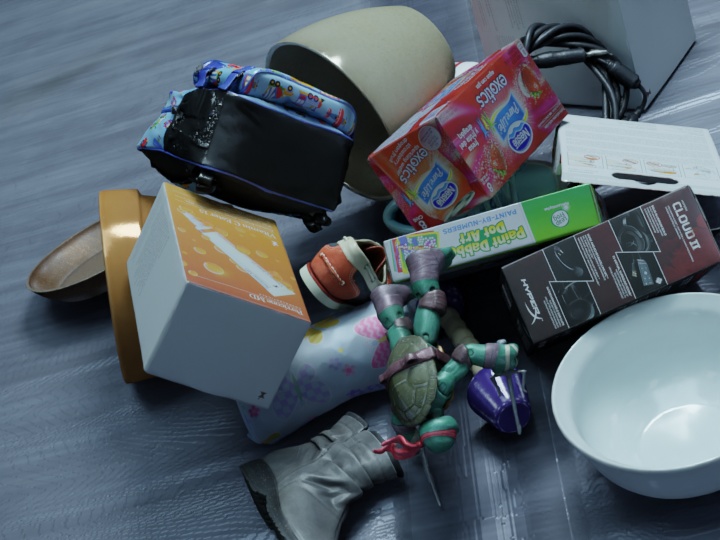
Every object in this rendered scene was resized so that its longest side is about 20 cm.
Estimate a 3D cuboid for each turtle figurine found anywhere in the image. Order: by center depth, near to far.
[{"bbox_3d":[0.065,0.090,1.289,0.149,0.100,0.202,-31,59,31],"label":"turtle figurine"}]

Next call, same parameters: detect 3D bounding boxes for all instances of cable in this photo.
[{"bbox_3d":[0.201,-0.168,1.582,0.200,0.163,0.051,-45,5,-9],"label":"cable"}]

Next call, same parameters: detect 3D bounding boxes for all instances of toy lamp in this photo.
[{"bbox_3d":[0.105,0.082,1.386,0.058,0.059,0.200,-26,32,-4],"label":"toy lamp"}]

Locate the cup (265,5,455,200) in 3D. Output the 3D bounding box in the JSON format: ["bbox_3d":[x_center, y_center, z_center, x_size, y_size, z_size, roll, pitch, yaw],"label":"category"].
[{"bbox_3d":[0.019,-0.196,1.572,0.143,0.202,0.199,-41,38,-22],"label":"cup"}]

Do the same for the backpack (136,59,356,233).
[{"bbox_3d":[-0.123,-0.133,1.515,0.199,0.181,0.136,16,88,55],"label":"backpack"}]

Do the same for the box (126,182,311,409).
[{"bbox_3d":[-0.135,0.020,1.370,0.098,0.123,0.201,-62,25,21],"label":"box"}]

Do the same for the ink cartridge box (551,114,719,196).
[{"bbox_3d":[0.269,-0.095,1.445,0.160,0.051,0.201,6,26,4],"label":"ink cartridge box"}]

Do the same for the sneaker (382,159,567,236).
[{"bbox_3d":[0.114,-0.065,1.536,0.198,0.075,0.082,-16,-1,28],"label":"sneaker"}]

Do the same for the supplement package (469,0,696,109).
[{"bbox_3d":[0.248,-0.307,1.692,0.198,0.193,0.147,10,45,37],"label":"supplement package"}]

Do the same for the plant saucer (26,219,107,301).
[{"bbox_3d":[-0.295,-0.018,1.743,0.198,0.037,0.201,-24,22,10],"label":"plant saucer"}]

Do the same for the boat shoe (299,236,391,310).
[{"bbox_3d":[0.000,0.000,1.466,0.062,0.200,0.071,-41,78,11],"label":"boat shoe"}]

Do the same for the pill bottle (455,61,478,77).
[{"bbox_3d":[0.090,-0.179,1.687,0.198,0.113,0.113,4,43,33],"label":"pill bottle"}]

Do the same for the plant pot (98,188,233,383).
[{"bbox_3d":[-0.192,0.007,1.557,0.138,0.202,0.201,-9,34,-7],"label":"plant pot"}]

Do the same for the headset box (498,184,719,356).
[{"bbox_3d":[0.228,0.000,1.336,0.198,0.078,0.149,-23,-8,0],"label":"headset box"}]

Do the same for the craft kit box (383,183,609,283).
[{"bbox_3d":[0.137,-0.031,1.427,0.198,0.049,0.197,-16,-2,12],"label":"craft kit box"}]

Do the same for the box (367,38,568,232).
[{"bbox_3d":[0.108,-0.132,1.452,0.099,0.096,0.200,-27,12,41],"label":"box"}]

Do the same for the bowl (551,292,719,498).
[{"bbox_3d":[0.261,0.118,1.215,0.199,0.091,0.202,-15,36,11],"label":"bowl"}]

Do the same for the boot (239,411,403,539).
[{"bbox_3d":[-0.017,0.199,1.297,0.130,0.070,0.200,-25,39,-11],"label":"boot"}]

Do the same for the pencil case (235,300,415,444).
[{"bbox_3d":[-0.027,0.093,1.421,0.198,0.092,0.083,-22,21,3],"label":"pencil case"}]
